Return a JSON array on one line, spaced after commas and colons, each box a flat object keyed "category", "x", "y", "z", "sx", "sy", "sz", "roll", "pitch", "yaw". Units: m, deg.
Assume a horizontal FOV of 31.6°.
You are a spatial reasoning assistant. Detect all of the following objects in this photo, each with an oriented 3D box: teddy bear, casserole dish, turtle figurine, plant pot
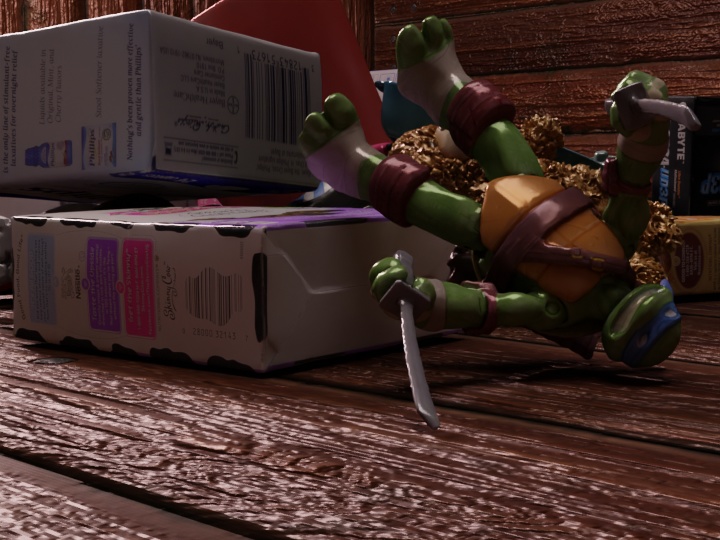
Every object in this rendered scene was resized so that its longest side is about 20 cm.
[{"category": "teddy bear", "x": 0.110, "y": -0.044, "z": 0.805, "sx": 0.200, "sy": 0.067, "sz": 0.145, "roll": 38, "pitch": 57, "yaw": 17}, {"category": "casserole dish", "x": 0.096, "y": -0.085, "z": 0.934, "sx": 0.199, "sy": 0.039, "sz": 0.121, "roll": 23, "pitch": 2, "yaw": 10}, {"category": "turtle figurine", "x": 0.060, "y": -0.044, "z": 0.565, "sx": 0.194, "sy": 0.144, "sz": 0.199, "roll": 41, "pitch": 21, "yaw": 32}, {"category": "plant pot", "x": -0.066, "y": -0.125, "z": 1.076, "sx": 0.200, "sy": 0.178, "sz": 0.200, "roll": -30, "pitch": -5, "yaw": -3}]

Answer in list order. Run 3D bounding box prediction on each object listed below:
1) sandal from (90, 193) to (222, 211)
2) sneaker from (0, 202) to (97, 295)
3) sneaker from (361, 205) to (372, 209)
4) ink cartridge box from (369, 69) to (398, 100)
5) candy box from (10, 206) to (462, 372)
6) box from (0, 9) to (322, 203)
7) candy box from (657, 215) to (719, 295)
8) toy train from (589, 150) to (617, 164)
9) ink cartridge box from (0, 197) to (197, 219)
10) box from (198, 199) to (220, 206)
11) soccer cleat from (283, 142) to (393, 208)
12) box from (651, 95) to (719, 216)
[{"category": "sandal", "x": -0.140, "y": -0.008, "z": 0.918, "sx": 0.057, "sy": 0.080, "sz": 0.201, "roll": -20, "pitch": -7, "yaw": 19}, {"category": "sneaker", "x": -0.266, "y": -0.003, "z": 0.960, "sx": 0.199, "sy": 0.078, "sz": 0.082, "roll": 2, "pitch": -21, "yaw": 6}, {"category": "sneaker", "x": 0.025, "y": -0.003, "z": 0.869, "sx": 0.085, "sy": 0.075, "sz": 0.200, "roll": -46, "pitch": -8, "yaw": 35}, {"category": "ink cartridge box", "x": -0.020, "y": -0.143, "z": 1.206, "sx": 0.199, "sy": 0.044, "sz": 0.094, "roll": 1, "pitch": -24, "yaw": 28}, {"category": "candy box", "x": -0.068, "y": 0.002, "z": 0.708, "sx": 0.199, "sy": 0.072, "sz": 0.167, "roll": 3, "pitch": 7, "yaw": 39}, {"category": "box", "x": -0.158, "y": -0.105, "z": 0.894, "sx": 0.199, "sy": 0.106, "sz": 0.184, "roll": -1, "pitch": -1, "yaw": 34}, {"category": "candy box", "x": 0.196, "y": -0.011, "z": 0.926, "sx": 0.199, "sy": 0.056, "sz": 0.115, "roll": -2, "pitch": 3, "yaw": -21}, {"category": "toy train", "x": 0.204, "y": -0.057, "z": 1.208, "sx": 0.113, "sy": 0.086, "sz": 0.200, "roll": -7, "pitch": 17, "yaw": 5}, {"category": "ink cartridge box", "x": -0.249, "y": -0.039, "z": 1.157, "sx": 0.199, "sy": 0.084, "sz": 0.145, "roll": -2, "pitch": 5, "yaw": -9}, {"category": "box", "x": -0.081, "y": -0.063, "z": 1.352, "sx": 0.199, "sy": 0.097, "sz": 0.175, "roll": 3, "pitch": 6, "yaw": 42}, {"category": "soccer cleat", "x": -0.019, "y": -0.040, "z": 0.971, "sx": 0.086, "sy": 0.070, "sz": 0.200, "roll": -29, "pitch": 3, "yaw": 45}, {"category": "box", "x": 0.364, "y": -0.096, "z": 1.295, "sx": 0.046, "sy": 0.160, "sz": 0.199, "roll": 7, "pitch": 8, "yaw": 42}]
